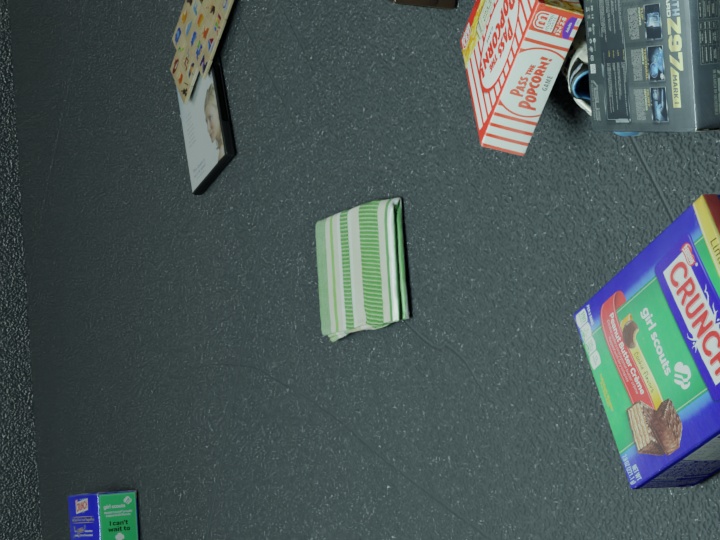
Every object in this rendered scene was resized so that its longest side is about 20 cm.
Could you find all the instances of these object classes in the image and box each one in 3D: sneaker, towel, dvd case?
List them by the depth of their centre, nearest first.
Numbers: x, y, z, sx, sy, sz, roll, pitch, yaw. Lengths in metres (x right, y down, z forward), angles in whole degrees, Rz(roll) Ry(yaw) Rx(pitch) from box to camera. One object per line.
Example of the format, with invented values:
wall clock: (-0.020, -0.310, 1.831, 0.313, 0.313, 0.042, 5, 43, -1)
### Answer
sneaker: (0.207, -0.183, 1.303, 0.200, 0.072, 0.072, -122, 40, -54)
towel: (0.000, 0.000, 1.747, 0.200, 0.023, 0.154, -17, 75, 62)
dvd case: (-0.232, -0.232, 2.170, 0.143, 0.017, 0.202, -40, 55, 55)

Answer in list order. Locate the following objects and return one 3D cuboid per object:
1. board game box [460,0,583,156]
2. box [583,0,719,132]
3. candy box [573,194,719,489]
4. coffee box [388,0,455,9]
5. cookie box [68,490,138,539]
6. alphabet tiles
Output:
board game box: (0.148, -0.227, 1.375, 0.201, 0.046, 0.152, -94, 20, -53)
box: (0.230, -0.208, 1.129, 0.158, 0.051, 0.202, -166, 69, -70)
candy box: (0.274, 0.062, 1.184, 0.200, 0.076, 0.170, -49, 48, 49)
coffee box: (0.033, -0.365, 1.614, 0.200, 0.079, 0.114, 37, 122, 56)
cookie box: (-0.438, 0.481, 2.509, 0.171, 0.075, 0.202, -18, 75, 61)
alphabet tiles: (-0.239, -0.355, 2.161, 0.201, 0.007, 0.168, -65, 33, 31)
